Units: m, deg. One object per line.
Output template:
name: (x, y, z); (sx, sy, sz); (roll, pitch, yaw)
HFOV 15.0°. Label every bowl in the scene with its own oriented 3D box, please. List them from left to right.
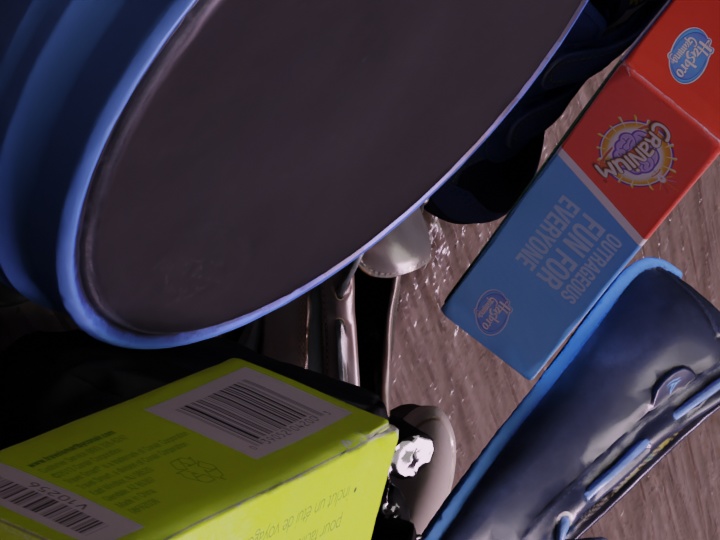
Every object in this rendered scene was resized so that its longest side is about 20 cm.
bowl: (-0.009, -0.061, 0.661); (0.200, 0.039, 0.201); (-38, 158, -18)

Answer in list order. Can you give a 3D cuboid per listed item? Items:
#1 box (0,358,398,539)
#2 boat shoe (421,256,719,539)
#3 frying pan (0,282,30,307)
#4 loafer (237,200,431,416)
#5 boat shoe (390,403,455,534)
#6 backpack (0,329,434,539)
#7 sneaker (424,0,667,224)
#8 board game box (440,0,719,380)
box: (-0.057, 0.127, 0.554); (0.122, 0.047, 0.201); (-20, 127, -62)
boat shoe: (0.063, 0.087, 0.921); (0.200, 0.069, 0.084); (-53, 176, -6)
frying pan: (-0.093, -0.037, 0.671); (0.190, 0.031, 0.116); (-12, 121, -68)
loafer: (0.000, 0.000, 0.871); (0.072, 0.063, 0.201); (-32, 140, -55)
boat shoe: (-0.031, 0.127, 0.952); (0.201, 0.057, 0.067); (-63, 146, -23)
backpack: (-0.072, 0.117, 0.727); (0.167, 0.126, 0.201); (4, 106, -71)
sneaker: (0.057, -0.084, 0.900); (0.074, 0.082, 0.201); (-51, 157, -38)
board game box: (0.117, -0.073, 0.912); (0.200, 0.040, 0.153); (-50, 176, -35)
